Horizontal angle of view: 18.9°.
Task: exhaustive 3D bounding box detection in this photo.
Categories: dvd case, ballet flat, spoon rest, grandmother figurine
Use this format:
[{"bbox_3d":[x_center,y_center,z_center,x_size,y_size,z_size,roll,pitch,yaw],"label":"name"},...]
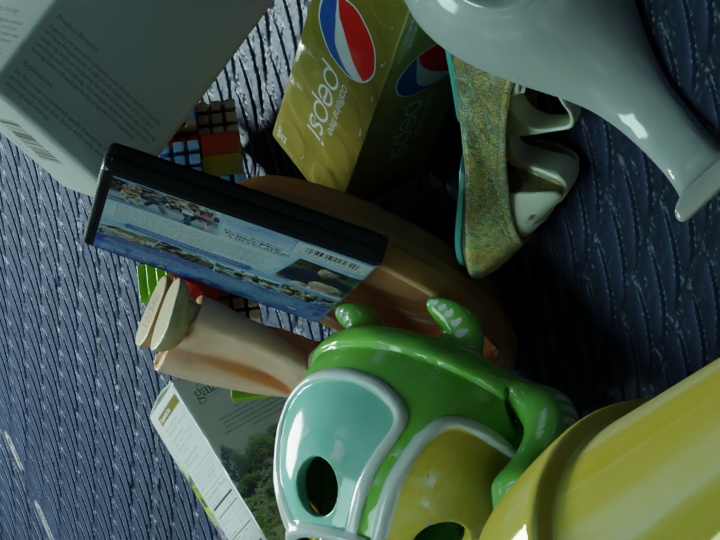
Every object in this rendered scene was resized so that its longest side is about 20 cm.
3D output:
[{"bbox_3d":[-0.071,-0.016,1.125,0.142,0.018,0.200,19,168,-6],"label":"dvd case"},{"bbox_3d":[0.078,-0.069,1.081,0.071,0.071,0.200,40,148,39],"label":"ballet flat"},{"bbox_3d":[0.097,-0.106,0.986,0.200,0.099,0.061,50,-169,12],"label":"spoon rest"},{"bbox_3d":[-0.030,0.061,1.264,0.061,0.199,0.121,-66,17,3],"label":"grandmother figurine"}]

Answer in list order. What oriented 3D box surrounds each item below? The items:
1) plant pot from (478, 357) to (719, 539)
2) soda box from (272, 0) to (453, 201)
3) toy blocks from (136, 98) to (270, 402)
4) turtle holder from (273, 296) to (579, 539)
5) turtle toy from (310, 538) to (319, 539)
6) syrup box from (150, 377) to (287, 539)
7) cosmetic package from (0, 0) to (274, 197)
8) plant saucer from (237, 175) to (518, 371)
[{"bbox_3d":[0.176,0.122,0.942,0.201,0.200,0.189,54,138,17],"label":"plant pot"},{"bbox_3d":[0.012,-0.114,1.151,0.068,0.064,0.200,53,154,19],"label":"soda box"},{"bbox_3d":[-0.095,-0.034,1.342,0.137,0.100,0.201,91,171,-68],"label":"toy blocks"},{"bbox_3d":[0.040,0.106,1.139,0.185,0.132,0.141,17,152,24],"label":"turtle holder"},{"bbox_3d":[0.032,0.200,1.373,0.146,0.101,0.200,51,152,28],"label":"turtle toy"},{"bbox_3d":[-0.061,0.156,1.533,0.200,0.079,0.081,57,154,11],"label":"syrup box"},{"bbox_3d":[-0.122,-0.149,1.186,0.108,0.200,0.085,44,165,-30],"label":"cosmetic package"},{"bbox_3d":[0.000,0.000,1.215,0.200,0.038,0.200,24,168,6],"label":"plant saucer"}]
